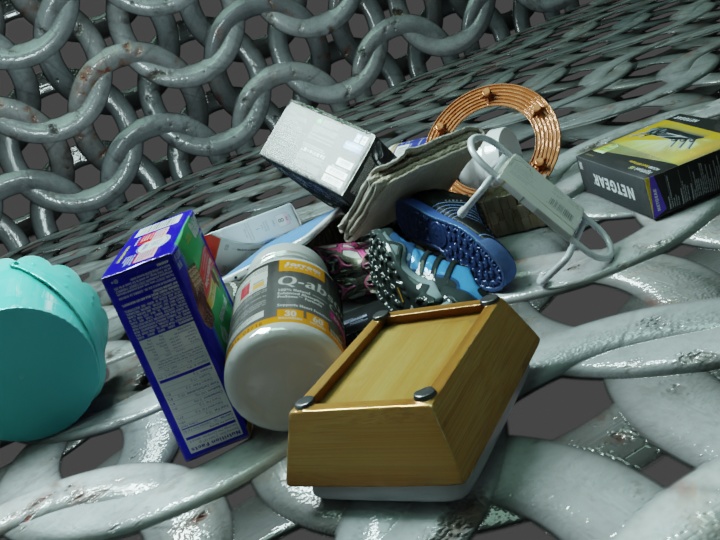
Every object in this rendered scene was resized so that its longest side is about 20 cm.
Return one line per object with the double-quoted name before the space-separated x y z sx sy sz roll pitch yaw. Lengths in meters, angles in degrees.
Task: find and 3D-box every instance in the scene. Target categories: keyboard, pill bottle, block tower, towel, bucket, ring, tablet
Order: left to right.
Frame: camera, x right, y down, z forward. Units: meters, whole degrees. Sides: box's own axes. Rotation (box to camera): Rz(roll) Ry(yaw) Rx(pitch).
"bucket" -0.411 0.099 0.985 0.205 0.209 0.135 -23 27 -7
"tablet" -0.098 -0.034 1.036 0.129 0.014 0.200 -26 8 16
"pill bottle" -0.074 0.057 0.802 0.115 0.117 0.201 -19 28 6
"keyboard" -0.004 0.071 0.887 0.198 0.021 0.127 -22 17 1
"towel" 0.064 -0.111 1.016 0.199 0.035 0.133 -27 -17 -36
"pill bottle" 0.139 -0.152 1.212 0.198 0.117 0.116 -7 22 34
"block tower" 0.157 -0.073 1.063 0.198 0.058 0.054 -15 18 24
"ring" 0.180 -0.175 1.116 0.198 0.203 0.019 -15 -24 20

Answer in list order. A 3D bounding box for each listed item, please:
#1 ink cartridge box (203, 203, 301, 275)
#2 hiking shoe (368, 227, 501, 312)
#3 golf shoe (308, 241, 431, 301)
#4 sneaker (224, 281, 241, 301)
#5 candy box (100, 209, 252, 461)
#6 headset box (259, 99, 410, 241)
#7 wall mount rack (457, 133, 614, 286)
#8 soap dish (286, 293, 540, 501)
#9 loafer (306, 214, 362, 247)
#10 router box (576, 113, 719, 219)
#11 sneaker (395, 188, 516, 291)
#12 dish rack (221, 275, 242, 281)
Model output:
"ink cartridge box" -0.195 -0.023 1.198 0.198 0.057 0.163 -26 -9 -20
"hiking shoe" 0.074 0.017 0.841 0.086 0.075 0.200 -11 38 -24
"golf shoe" 0.000 0.000 1.022 0.198 0.074 0.092 0 10 32
"sneaker" -0.127 0.042 0.949 0.199 0.091 0.066 -35 30 -16
"candy box" -0.173 0.060 0.814 0.076 0.202 0.169 -19 19 1
"headset box" -0.011 -0.132 1.128 0.173 0.200 0.093 30 88 37
"wall mount rack" 0.191 -0.074 0.894 0.075 0.200 0.174 -51 -2 38
"soap dish" 0.044 0.098 0.650 0.156 0.082 0.200 -10 20 33
"loafer" -0.073 -0.021 1.137 0.068 0.076 0.199 -12 15 42
"router box" 0.381 -0.135 0.988 0.156 0.053 0.200 -22 18 -2
"sneaker" 0.125 -0.047 0.938 0.077 0.071 0.200 -24 40 -24
"dish rack" -0.215 0.048 1.157 0.170 0.044 0.200 -11 21 28
